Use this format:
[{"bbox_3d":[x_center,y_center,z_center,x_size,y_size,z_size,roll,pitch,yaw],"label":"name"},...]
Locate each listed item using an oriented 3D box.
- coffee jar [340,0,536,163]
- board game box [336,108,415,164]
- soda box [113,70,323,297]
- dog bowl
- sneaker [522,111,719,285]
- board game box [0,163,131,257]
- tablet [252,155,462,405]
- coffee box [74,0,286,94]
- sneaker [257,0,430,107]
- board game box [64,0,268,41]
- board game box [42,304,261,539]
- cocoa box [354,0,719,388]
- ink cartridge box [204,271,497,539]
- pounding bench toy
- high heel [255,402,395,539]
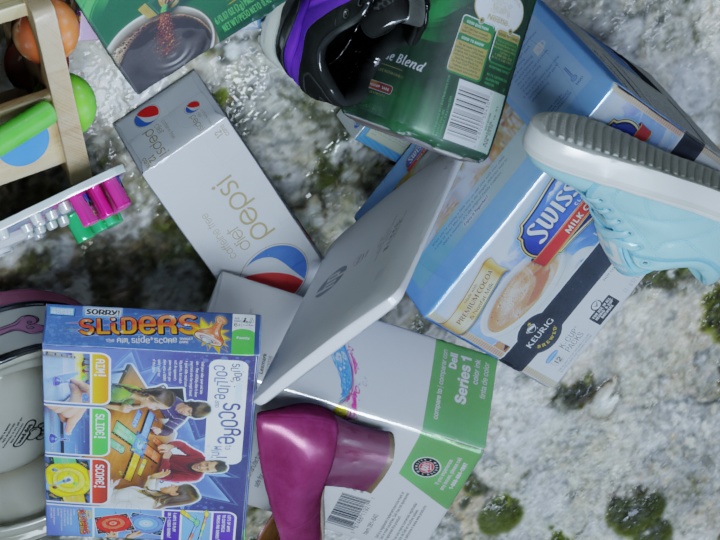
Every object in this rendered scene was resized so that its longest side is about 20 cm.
[{"bbox_3d":[0.064,-0.176,1.511,0.085,0.104,0.201,18,93,-33],"label":"coffee jar"},{"bbox_3d":[0.098,-0.112,1.654,0.199,0.034,0.135,27,108,-38],"label":"board game box"},{"bbox_3d":[-0.083,-0.034,1.597,0.068,0.064,0.200,-34,133,-1],"label":"soda box"},{"bbox_3d":[-0.235,0.095,1.585,0.199,0.074,0.201,-21,142,-17],"label":"dog bowl"},{"bbox_3d":[0.172,-0.035,1.497,0.199,0.074,0.082,19,107,-33],"label":"sneaker"},{"bbox_3d":[-0.233,-0.004,1.470,0.199,0.200,0.026,-26,91,-8],"label":"board game box"},{"bbox_3d":[0.000,0.000,1.505,0.014,0.200,0.130,45,121,-12],"label":"tablet"},{"bbox_3d":[-0.129,-0.208,1.369,0.122,0.044,0.201,-32,131,-2],"label":"coffee box"},{"bbox_3d":[0.017,-0.184,1.424,0.069,0.100,0.201,9,118,-35],"label":"sneaker"},{"bbox_3d":[-0.074,-0.239,1.432,0.198,0.041,0.201,-7,125,-23],"label":"board game box"},{"bbox_3d":[-0.134,0.102,1.528,0.134,0.035,0.201,3,138,-4],"label":"board game box"},{"bbox_3d":[0.119,-0.052,1.594,0.131,0.134,0.200,29,106,-37],"label":"cocoa box"},{"bbox_3d":[-0.026,0.098,1.608,0.199,0.084,0.145,18,141,-7],"label":"ink cartridge box"},{"bbox_3d":[-0.228,-0.094,1.386,0.155,0.200,0.125,-19,130,-13],"label":"pounding bench toy"},{"bbox_3d":[-0.061,0.156,1.563,0.096,0.068,0.201,15,128,-22],"label":"high heel"}]
